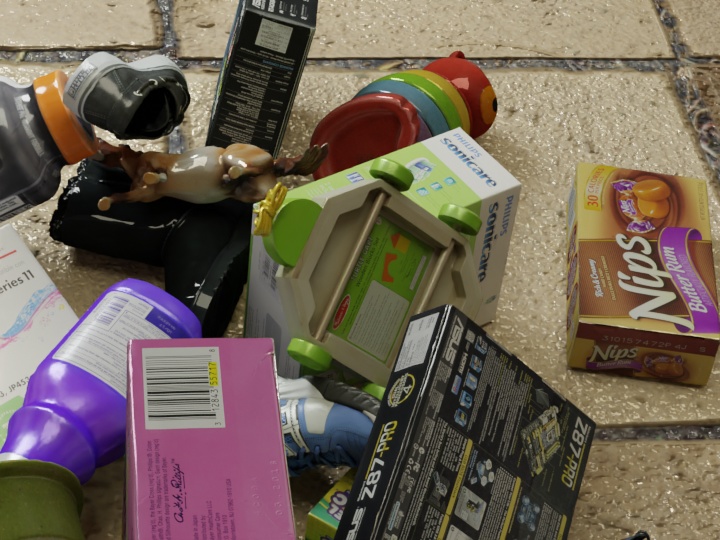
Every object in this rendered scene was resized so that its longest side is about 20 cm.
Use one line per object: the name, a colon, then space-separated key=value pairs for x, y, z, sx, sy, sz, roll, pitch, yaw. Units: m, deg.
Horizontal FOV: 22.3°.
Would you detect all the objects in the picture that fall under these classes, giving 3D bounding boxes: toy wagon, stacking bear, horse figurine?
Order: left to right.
horse figurine: x=-0.121 y=-0.075 z=1.421 sx=0.198 sy=0.051 sz=0.133 roll=-2 pitch=12 yaw=1
toy wagon: x=0.000 y=0.000 z=1.289 sx=0.199 sy=0.039 sz=0.156 roll=32 pitch=75 yaw=-29
stacking bear: x=0.051 y=-0.125 z=1.577 sx=0.113 sy=0.123 sz=0.200 roll=2 pitch=25 yaw=32

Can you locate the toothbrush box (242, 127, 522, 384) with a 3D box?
toothbrush box: x=0.015 y=-0.004 z=1.408 sx=0.199 sy=0.147 sz=0.086 roll=-22 pitch=49 yaw=-28

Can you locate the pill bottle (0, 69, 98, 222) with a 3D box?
pill bottle: x=-0.306 y=-0.083 z=1.418 sx=0.198 sy=0.107 sz=0.107 roll=-25 pitch=46 yaw=4

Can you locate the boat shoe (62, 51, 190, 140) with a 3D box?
boat shoe: x=-0.171 y=-0.128 z=1.429 sx=0.056 sy=0.069 sz=0.200 roll=36 pitch=11 yaw=10

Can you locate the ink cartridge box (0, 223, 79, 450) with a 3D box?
ink cartridge box: x=-0.272 y=0.048 z=1.317 sx=0.117 sy=0.067 sz=0.201 roll=-30 pitch=75 yaw=-34

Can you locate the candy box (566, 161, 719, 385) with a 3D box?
candy box: x=0.230 y=0.000 z=1.506 sx=0.115 sy=0.057 sz=0.201 roll=8 pitch=41 yaw=0

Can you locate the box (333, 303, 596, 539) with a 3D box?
box: x=0.073 y=0.149 z=1.224 sx=0.161 sy=0.049 sz=0.201 roll=36 pitch=55 yaw=-26

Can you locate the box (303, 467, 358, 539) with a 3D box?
box: x=0.046 y=0.170 z=1.300 sx=0.117 sy=0.049 sz=0.200 roll=27 pitch=47 yaw=20

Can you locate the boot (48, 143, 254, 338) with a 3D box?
boot: x=-0.168 y=-0.020 z=1.451 sx=0.161 sy=0.074 sz=0.199 roll=16 pitch=36 yaw=5

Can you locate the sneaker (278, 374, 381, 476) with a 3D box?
sneaker: x=-0.040 y=0.119 z=1.297 sx=0.199 sy=0.076 sz=0.078 roll=7 pitch=65 yaw=38

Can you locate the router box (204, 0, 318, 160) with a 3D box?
router box: x=-0.083 y=-0.179 z=1.542 sx=0.061 sy=0.151 sz=0.201 roll=14 pitch=27 yaw=-7

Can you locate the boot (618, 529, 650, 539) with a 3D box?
boot: x=0.172 y=0.211 z=1.198 sx=0.199 sy=0.096 sz=0.076 roll=-3 pitch=77 yaw=-47

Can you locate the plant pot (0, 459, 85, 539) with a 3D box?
plant pot: x=-0.217 y=0.249 z=1.089 sx=0.199 sy=0.201 sz=0.191 roll=-19 pitch=62 yaw=-27

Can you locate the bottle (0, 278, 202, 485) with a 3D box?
bottle: x=-0.183 y=0.089 z=1.235 sx=0.083 sy=0.066 sz=0.200 roll=30 pitch=42 yaw=4

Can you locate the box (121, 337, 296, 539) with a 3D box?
box: x=-0.101 y=0.174 z=1.156 sx=0.096 sy=0.201 sz=0.177 roll=-1 pitch=43 yaw=-9
